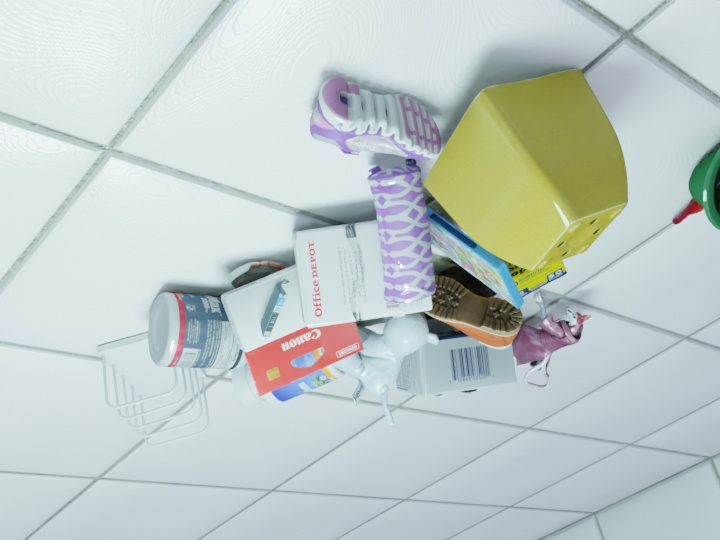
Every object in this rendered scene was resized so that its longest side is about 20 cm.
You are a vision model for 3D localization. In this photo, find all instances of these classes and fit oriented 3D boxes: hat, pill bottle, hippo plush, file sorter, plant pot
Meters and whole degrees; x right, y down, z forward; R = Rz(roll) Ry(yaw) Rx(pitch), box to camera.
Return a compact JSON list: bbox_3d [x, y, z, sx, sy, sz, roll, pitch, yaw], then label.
[{"bbox_3d":[0.570,-0.162,1.531,0.164,0.176,0.203,9,105,-31],"label":"hat"},{"bbox_3d":[-0.239,0.103,1.511,0.198,0.121,0.120,6,144,-31],"label":"pill bottle"},{"bbox_3d":[-0.133,0.178,1.684,0.198,0.113,0.112,-25,148,16],"label":"pill bottle"},{"bbox_3d":[0.035,0.117,1.568,0.158,0.201,0.161,31,114,-12],"label":"hippo plush"},{"bbox_3d":[0.197,0.062,1.650,0.198,0.082,0.201,-17,151,-9],"label":"hat"},{"bbox_3d":[-0.362,0.213,1.631,0.137,0.126,0.201,-15,149,1],"label":"file sorter"},{"bbox_3d":[0.241,-0.120,1.233,0.194,0.201,0.195,-19,156,-33],"label":"plant pot"}]

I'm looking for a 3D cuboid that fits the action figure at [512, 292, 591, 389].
[{"bbox_3d":[0.375,0.135,1.812,0.133,0.151,0.200,13,154,-29],"label":"action figure"}]

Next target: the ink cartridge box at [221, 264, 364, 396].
[{"bbox_3d":[-0.100,0.085,1.459,0.198,0.178,0.045,-23,-170,-17],"label":"ink cartridge box"}]

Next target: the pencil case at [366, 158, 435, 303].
[{"bbox_3d":[0.056,-0.054,1.314,0.085,0.203,0.083,3,-164,44],"label":"pencil case"}]

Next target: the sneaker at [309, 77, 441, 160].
[{"bbox_3d":[0.015,-0.185,1.208,0.198,0.081,0.088,13,146,-31],"label":"sneaker"}]

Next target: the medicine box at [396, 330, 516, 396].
[{"bbox_3d":[0.172,0.170,1.735,0.180,0.105,0.200,-6,179,-13],"label":"medicine box"}]

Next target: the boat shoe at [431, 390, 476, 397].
[{"bbox_3d":[0.191,0.228,1.941,0.199,0.075,0.060,14,140,-43],"label":"boat shoe"}]

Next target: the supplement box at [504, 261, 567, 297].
[{"bbox_3d":[0.246,-0.051,1.467,0.108,0.110,0.200,-29,147,8],"label":"supplement box"}]

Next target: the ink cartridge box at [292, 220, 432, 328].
[{"bbox_3d":[0.000,0.000,1.408,0.197,0.147,0.084,-8,-176,-9],"label":"ink cartridge box"}]

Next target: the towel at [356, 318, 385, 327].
[{"bbox_3d":[0.050,0.042,1.620,0.131,0.035,0.201,-8,148,-10],"label":"towel"}]

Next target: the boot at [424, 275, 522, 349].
[{"bbox_3d":[0.175,0.078,1.563,0.198,0.076,0.108,22,158,14],"label":"boot"}]

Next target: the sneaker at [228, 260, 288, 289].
[{"bbox_3d":[-0.128,0.048,1.503,0.199,0.083,0.077,22,135,-40],"label":"sneaker"}]

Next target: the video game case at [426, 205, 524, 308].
[{"bbox_3d":[0.161,-0.028,1.412,0.018,0.200,0.143,-47,147,-5],"label":"video game case"}]
